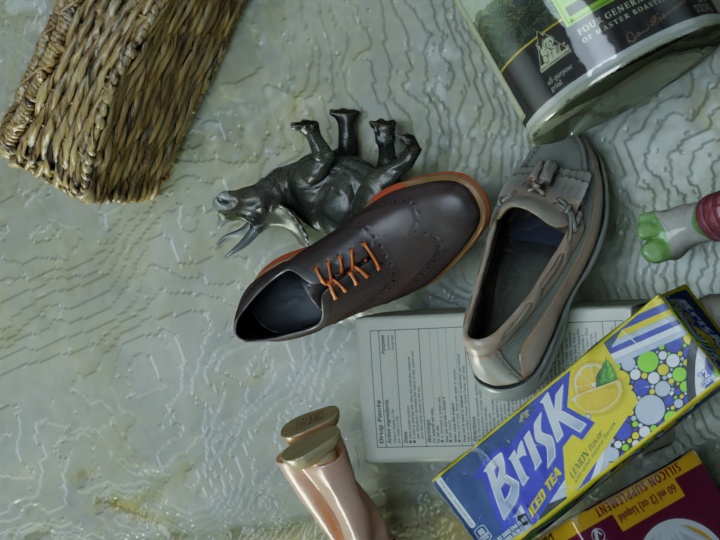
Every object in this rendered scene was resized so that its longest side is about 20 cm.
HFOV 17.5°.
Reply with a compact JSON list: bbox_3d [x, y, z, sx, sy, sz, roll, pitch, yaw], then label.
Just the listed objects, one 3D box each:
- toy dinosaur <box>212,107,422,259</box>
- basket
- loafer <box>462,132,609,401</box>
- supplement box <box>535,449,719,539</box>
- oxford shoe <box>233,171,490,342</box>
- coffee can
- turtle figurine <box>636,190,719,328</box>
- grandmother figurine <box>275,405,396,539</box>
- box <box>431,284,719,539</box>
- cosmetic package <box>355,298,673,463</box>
[{"bbox_3d":[0.000,-0.053,1.629,0.200,0.077,0.103,10,109,19],"label":"toy dinosaur"},{"bbox_3d":[-0.194,-0.163,1.664,0.149,0.143,0.200,32,106,19],"label":"basket"},{"bbox_3d":[0.112,-0.015,1.518,0.072,0.063,0.200,1,58,29],"label":"loafer"},{"bbox_3d":[0.208,0.233,1.502,0.200,0.110,0.086,60,152,10],"label":"supplement box"},{"bbox_3d":[0.000,0.000,1.563,0.200,0.073,0.071,-32,96,29],"label":"oxford shoe"},{"bbox_3d":[0.125,-0.203,1.508,0.146,0.146,0.200,-33,80,23],"label":"coffee can"},{"bbox_3d":[0.258,-0.017,1.444,0.144,0.200,0.194,36,138,-23],"label":"turtle figurine"},{"bbox_3d":[0.004,0.192,1.612,0.060,0.121,0.200,-20,108,14],"label":"grandmother figurine"},{"bbox_3d":[0.144,0.098,1.485,0.200,0.064,0.070,-41,78,22],"label":"box"},{"bbox_3d":[0.103,0.075,1.577,0.200,0.073,0.104,-2,93,26],"label":"cosmetic package"}]
